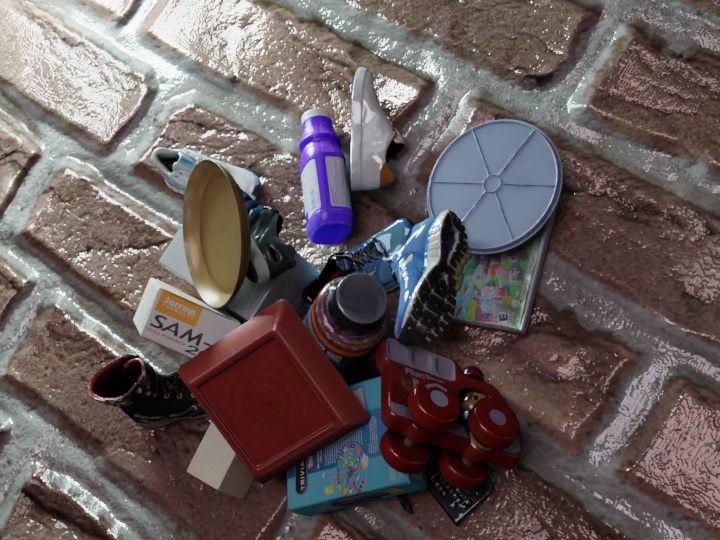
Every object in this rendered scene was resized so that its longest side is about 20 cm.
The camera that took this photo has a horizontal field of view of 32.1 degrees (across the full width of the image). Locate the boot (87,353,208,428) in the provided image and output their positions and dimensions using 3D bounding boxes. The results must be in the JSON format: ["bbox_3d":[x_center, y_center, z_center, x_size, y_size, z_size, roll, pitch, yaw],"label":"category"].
[{"bbox_3d":[-0.279,0.164,1.803,0.197,0.150,0.074,-17,64,19],"label":"boot"}]

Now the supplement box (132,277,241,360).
[{"bbox_3d":[-0.250,0.073,1.777,0.125,0.200,0.074,24,88,-13],"label":"supplement box"}]

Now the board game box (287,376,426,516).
[{"bbox_3d":[-0.010,0.234,1.685,0.198,0.047,0.153,-19,62,31],"label":"board game box"}]

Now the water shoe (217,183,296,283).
[{"bbox_3d":[-0.149,-0.065,1.752,0.078,0.072,0.202,-17,55,-16],"label":"water shoe"}]

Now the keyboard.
[{"bbox_3d":[0.077,0.255,1.670,0.127,0.021,0.200,-44,57,5],"label":"keyboard"}]

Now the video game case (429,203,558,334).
[{"bbox_3d":[0.167,-0.022,1.732,0.180,0.022,0.203,8,75,29],"label":"video game case"}]

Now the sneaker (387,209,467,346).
[{"bbox_3d":[0.079,0.015,1.667,0.088,0.079,0.202,-12,46,39],"label":"sneaker"}]

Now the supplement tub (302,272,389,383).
[{"bbox_3d":[-0.023,0.077,1.676,0.105,0.200,0.109,7,63,-14],"label":"supplement tub"}]

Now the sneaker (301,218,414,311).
[{"bbox_3d":[0.000,0.000,1.765,0.200,0.090,0.079,-42,59,5],"label":"sneaker"}]

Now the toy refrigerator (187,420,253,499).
[{"bbox_3d":[-0.162,0.212,1.772,0.069,0.076,0.202,22,82,31],"label":"toy refrigerator"}]

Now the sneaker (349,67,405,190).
[{"bbox_3d":[0.025,-0.208,1.859,0.083,0.073,0.203,0,67,0],"label":"sneaker"}]

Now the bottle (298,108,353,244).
[{"bbox_3d":[-0.054,-0.142,1.853,0.064,0.084,0.203,1,63,-18],"label":"bottle"}]

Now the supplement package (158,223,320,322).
[{"bbox_3d":[-0.171,0.001,1.831,0.199,0.120,0.122,30,83,31],"label":"supplement package"}]

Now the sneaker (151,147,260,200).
[{"bbox_3d":[-0.247,-0.147,1.948,0.197,0.087,0.076,15,76,29],"label":"sneaker"}]

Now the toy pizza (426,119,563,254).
[{"bbox_3d":[0.186,-0.114,1.729,0.197,0.032,0.203,-11,64,23],"label":"toy pizza"}]

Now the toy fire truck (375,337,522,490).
[{"bbox_3d":[0.113,0.173,1.601,0.169,0.197,0.113,-89,22,-48],"label":"toy fire truck"}]

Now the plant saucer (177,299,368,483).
[{"bbox_3d":[-0.121,0.170,1.658,0.199,0.037,0.201,-32,99,22],"label":"plant saucer"}]

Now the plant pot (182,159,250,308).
[{"bbox_3d":[-0.195,-0.051,1.716,0.199,0.027,0.204,14,106,58],"label":"plant pot"}]
